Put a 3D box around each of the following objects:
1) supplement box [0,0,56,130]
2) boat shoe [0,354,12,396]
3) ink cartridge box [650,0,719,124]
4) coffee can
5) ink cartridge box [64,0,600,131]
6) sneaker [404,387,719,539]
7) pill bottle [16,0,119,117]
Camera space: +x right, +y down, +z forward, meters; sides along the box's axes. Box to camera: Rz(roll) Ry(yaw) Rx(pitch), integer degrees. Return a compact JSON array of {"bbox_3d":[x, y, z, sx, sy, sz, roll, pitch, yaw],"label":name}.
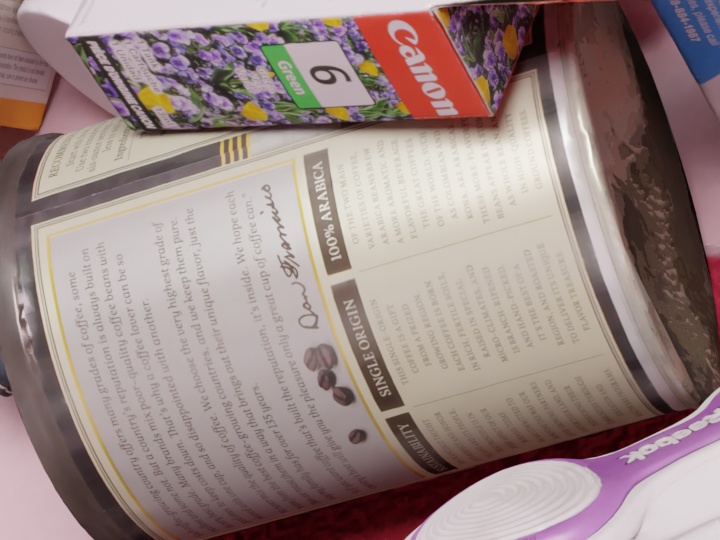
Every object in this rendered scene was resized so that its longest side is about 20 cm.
[{"bbox_3d":[-0.141,-0.158,1.029,0.073,0.126,0.201,17,93,9],"label":"supplement box"},{"bbox_3d":[-0.176,-0.007,1.038,0.062,0.075,0.200,-42,51,-4],"label":"boat shoe"},{"bbox_3d":[0.198,-0.111,0.872,0.199,0.145,0.084,-10,57,21],"label":"ink cartridge box"},{"bbox_3d":[0.000,0.000,0.902,0.199,0.146,0.147,-16,55,17],"label":"coffee can"},{"bbox_3d":[0.019,-0.099,0.837,0.199,0.050,0.109,0,51,32],"label":"ink cartridge box"},{"bbox_3d":[0.092,0.094,0.817,0.199,0.100,0.075,-22,18,-6],"label":"sneaker"},{"bbox_3d":[-0.036,-0.148,1.027,0.119,0.120,0.200,24,74,35],"label":"pill bottle"}]
